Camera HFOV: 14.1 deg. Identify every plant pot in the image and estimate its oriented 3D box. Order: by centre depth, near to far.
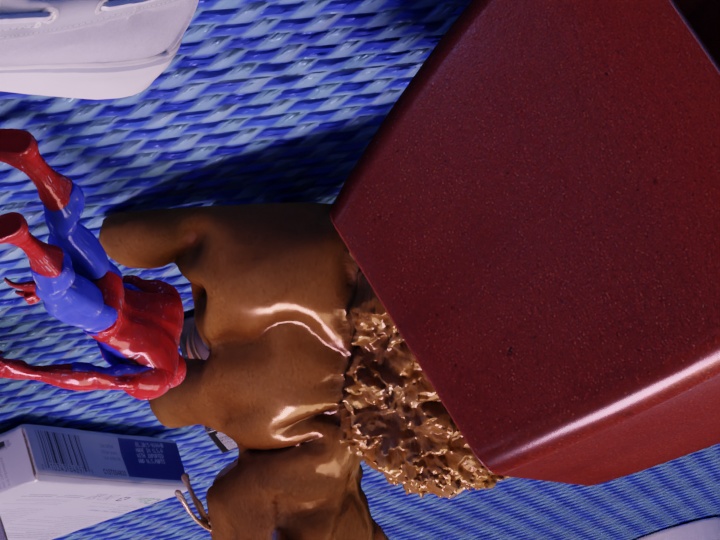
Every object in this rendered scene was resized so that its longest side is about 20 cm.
[{"bbox_3d":[0.109,-0.015,1.209,0.176,0.200,0.200,-38,161,16],"label":"plant pot"}]

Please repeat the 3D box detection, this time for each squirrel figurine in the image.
[{"bbox_3d":[-0.010,0.062,1.378,0.199,0.187,0.141,-4,177,31],"label":"squirrel figurine"}]

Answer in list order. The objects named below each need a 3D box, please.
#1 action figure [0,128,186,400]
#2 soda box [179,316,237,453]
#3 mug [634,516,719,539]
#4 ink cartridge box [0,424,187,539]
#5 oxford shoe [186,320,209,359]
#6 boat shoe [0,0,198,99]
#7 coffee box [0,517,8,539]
[{"bbox_3d":[-0.143,0.009,1.279,0.099,0.065,0.200,-4,153,22],"label":"action figure"},{"bbox_3d":[0.002,0.035,1.615,0.199,0.071,0.063,-18,167,1],"label":"soda box"},{"bbox_3d":[0.343,0.372,3.185,0.149,0.154,0.186,-5,161,-45],"label":"mug"},{"bbox_3d":[-0.238,0.150,1.820,0.199,0.041,0.199,-23,166,20],"label":"ink cartridge box"},{"bbox_3d":[0.000,0.000,1.522,0.199,0.071,0.073,-22,148,-7],"label":"oxford shoe"},{"bbox_3d":[-0.134,-0.095,0.964,0.199,0.072,0.069,2,136,-38],"label":"boat shoe"},{"bbox_3d":[-0.291,0.168,1.489,0.197,0.200,0.200,-13,165,-21],"label":"coffee box"}]
